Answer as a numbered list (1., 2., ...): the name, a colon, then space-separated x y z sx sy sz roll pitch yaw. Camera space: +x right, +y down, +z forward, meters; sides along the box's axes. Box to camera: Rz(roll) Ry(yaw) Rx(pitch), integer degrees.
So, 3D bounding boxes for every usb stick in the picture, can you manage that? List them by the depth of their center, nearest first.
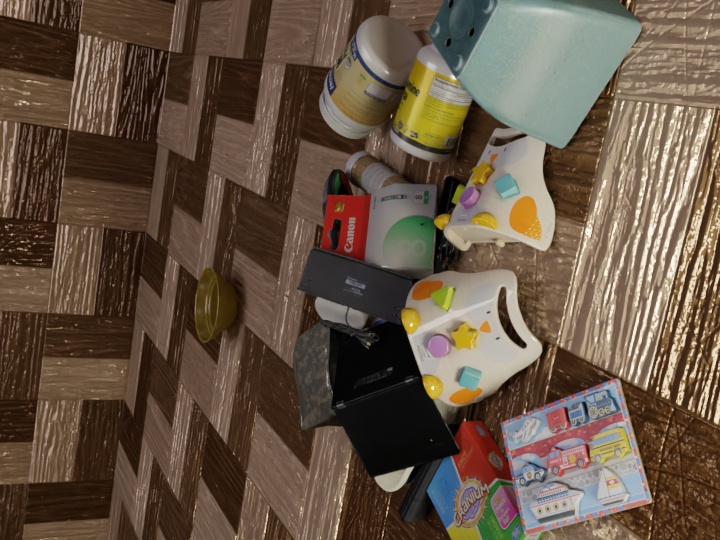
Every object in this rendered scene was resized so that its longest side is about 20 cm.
1. usb stick: 0.116 0.330 1.348 0.033 0.054 0.203 57 134 48

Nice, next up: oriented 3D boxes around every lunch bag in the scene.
1. lunch bag: -0.054 0.193 1.619 0.164 0.115 0.205 -36 60 55

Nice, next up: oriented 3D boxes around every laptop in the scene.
1. laptop: 0.057 0.197 1.340 0.185 0.115 0.204 -24 44 34

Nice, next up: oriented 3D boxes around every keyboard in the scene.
1. keyboard: -0.013 0.048 1.350 0.196 0.021 0.130 18 86 22
2. keyboard: 0.146 -0.050 1.387 0.104 0.039 0.205 -106 25 -76

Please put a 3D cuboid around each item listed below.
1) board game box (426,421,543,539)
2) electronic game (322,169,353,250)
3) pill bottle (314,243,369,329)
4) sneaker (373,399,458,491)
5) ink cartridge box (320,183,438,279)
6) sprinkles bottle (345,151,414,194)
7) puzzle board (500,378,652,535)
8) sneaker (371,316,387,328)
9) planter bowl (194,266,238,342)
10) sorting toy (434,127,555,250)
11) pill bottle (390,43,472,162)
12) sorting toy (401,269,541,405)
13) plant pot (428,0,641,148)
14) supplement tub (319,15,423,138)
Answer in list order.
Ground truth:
1. board game box: 0.181 0.352 1.239 0.201 0.039 0.155 59 135 47
2. electronic game: -0.032 -0.091 1.590 0.200 0.041 0.206 -7 -90 -77
3. pill bottle: 0.000 0.000 1.464 0.114 0.113 0.202 -37 21 53
4. sneaker: 0.099 0.274 1.380 0.075 0.084 0.201 42 103 23
5. ink cartridge box: 0.030 -0.069 1.398 0.050 0.194 0.165 82 -167 -61
6. sprinkles bottle: 0.040 -0.161 1.547 0.200 0.067 0.070 44 123 55
7. puzzle board: 0.269 0.244 1.078 0.199 0.017 0.154 -33 57 42
8. sneaker: 0.097 0.127 1.369 0.198 0.079 0.150 -20 68 42
9. planter bowl: -0.384 0.096 2.273 0.199 0.082 0.206 -18 70 60
10. sorting toy: 0.205 -0.131 1.239 0.199 0.105 0.184 2 68 61
11. pill bottle: 0.129 -0.292 1.358 0.113 0.110 0.204 54 132 49
12. sorting toy: 0.168 0.087 1.214 0.178 0.106 0.204 -24 83 32
13. plant pot: 0.210 -0.316 1.119 0.198 0.196 0.199 -59 38 34
14. supplement tub: 0.017 -0.351 1.539 0.200 0.141 0.148 -44 49 50
